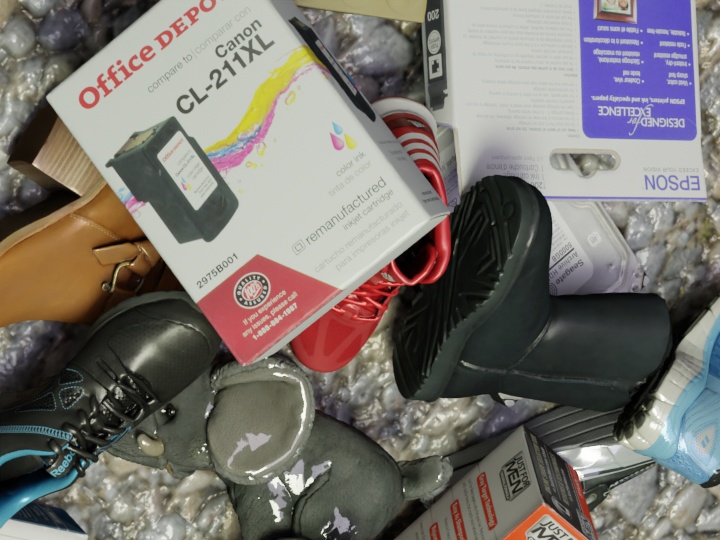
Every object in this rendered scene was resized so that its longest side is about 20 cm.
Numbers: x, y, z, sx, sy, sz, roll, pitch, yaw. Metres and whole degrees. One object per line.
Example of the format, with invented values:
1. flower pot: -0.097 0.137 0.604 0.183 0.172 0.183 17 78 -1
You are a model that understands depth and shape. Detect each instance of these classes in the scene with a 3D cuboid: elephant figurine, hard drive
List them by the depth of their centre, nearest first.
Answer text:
1. elephant figurine: -0.075 0.105 1.522 0.155 0.141 0.201 -40 100 -42
2. hard drive: 0.093 -0.026 1.610 0.139 0.038 0.201 -40 114 -11

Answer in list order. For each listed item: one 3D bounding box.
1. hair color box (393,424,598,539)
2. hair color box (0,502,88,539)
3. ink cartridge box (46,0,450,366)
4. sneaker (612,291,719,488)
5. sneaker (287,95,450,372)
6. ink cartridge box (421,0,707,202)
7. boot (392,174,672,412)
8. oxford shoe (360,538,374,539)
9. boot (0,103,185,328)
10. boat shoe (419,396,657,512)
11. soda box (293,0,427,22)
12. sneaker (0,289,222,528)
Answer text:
1. hair color box: 0.061 0.206 1.572 0.061 0.102 0.200 39 108 -22
2. hair color box: -0.280 0.182 1.476 0.199 0.060 0.101 15 95 -26
3. ink cartridge box: -0.067 -0.068 1.405 0.145 0.083 0.201 -38 86 11
4. sneaker: 0.242 0.086 1.631 0.090 0.078 0.200 41 40 1
5. sneaker: 0.000 0.000 1.503 0.078 0.116 0.201 9 120 -13
6. ink cartridge box: 0.133 -0.142 1.566 0.197 0.043 0.202 0 83 -28
7. boot: 0.128 0.017 1.536 0.167 0.077 0.201 2 139 -24
8. oxford shoe: -0.046 0.244 1.467 0.073 0.071 0.201 16 116 -21
9. boot: -0.177 0.015 1.479 0.154 0.074 0.201 36 87 -27
10. boat shoe: 0.136 0.144 1.655 0.198 0.072 0.071 -16 115 -9
11. soda box: -0.056 -0.202 1.491 0.198 0.064 0.068 5 99 -25
12. sneaker: -0.162 0.089 1.439 0.199 0.082 0.073 -35 123 12
